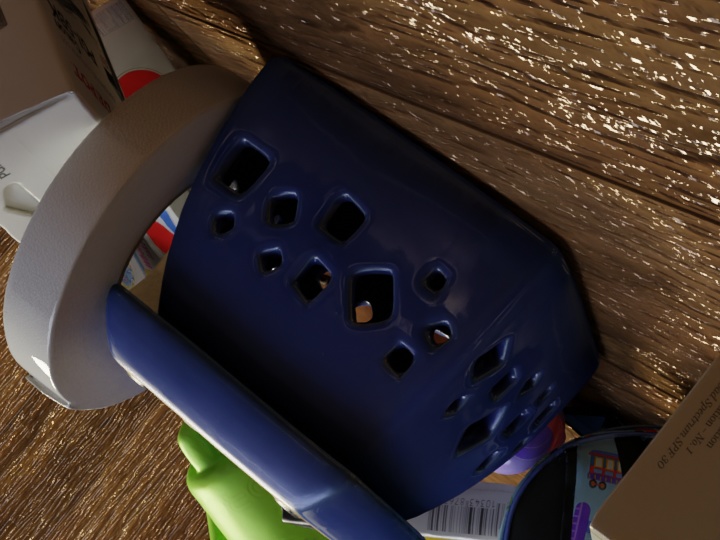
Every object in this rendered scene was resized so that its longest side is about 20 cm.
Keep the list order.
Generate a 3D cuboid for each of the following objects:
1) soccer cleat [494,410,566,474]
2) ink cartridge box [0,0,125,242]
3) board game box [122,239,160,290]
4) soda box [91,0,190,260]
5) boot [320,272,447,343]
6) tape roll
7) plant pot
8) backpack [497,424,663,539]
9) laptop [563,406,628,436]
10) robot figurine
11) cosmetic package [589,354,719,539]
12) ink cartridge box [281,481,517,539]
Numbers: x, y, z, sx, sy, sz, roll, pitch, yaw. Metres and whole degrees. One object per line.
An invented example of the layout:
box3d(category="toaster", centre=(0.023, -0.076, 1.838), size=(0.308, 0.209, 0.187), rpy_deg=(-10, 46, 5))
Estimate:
box3d(category="soccer cleat", centre=(0.106, 0.096, 1.016), size=(0.076, 0.067, 0.200), rpy_deg=(44, -175, -6))
box3d(category="ink cartridge box", centre=(-0.194, -0.130, 0.868), size=(0.147, 0.082, 0.201), rpy_deg=(57, -172, -69))
box3d(category="board game box", centre=(-0.141, 0.001, 1.107), size=(0.134, 0.034, 0.200), rpy_deg=(38, -169, -44))
box3d(category="soda box", centre=(-0.125, -0.071, 1.023), size=(0.200, 0.064, 0.068), rpy_deg=(54, 153, 3))
box3d(category="boot", centre=(0.000, 0.000, 1.093), size=(0.199, 0.077, 0.155), rpy_deg=(31, 156, 5))
box3d(category="tape roll", centre=(-0.112, -0.016, 0.877), size=(0.037, 0.203, 0.203), rpy_deg=(33, 171, 20))
box3d(category="plant pot", centre=(-0.008, 0.036, 0.862), size=(0.200, 0.180, 0.200), rpy_deg=(37, 173, 24))
box3d(category="backpack", centre=(0.152, 0.171, 0.872), size=(0.181, 0.201, 0.135), rpy_deg=(-1, -167, 1))
box3d(category="laptop", centre=(0.192, 0.187, 1.056), size=(0.177, 0.200, 0.103), rpy_deg=(40, 133, -7))
box3d(category="robot figurine", centre=(-0.056, 0.176, 1.251), size=(0.200, 0.175, 0.116), rpy_deg=(51, -161, -13))
box3d(category="cosmetic package", centre=(0.208, 0.139, 0.697), size=(0.200, 0.104, 0.073), rpy_deg=(36, 172, 20))
box3d(category="ink cartridge box", centre=(0.080, 0.179, 1.121), size=(0.197, 0.047, 0.200), rpy_deg=(-4, 160, 39))
